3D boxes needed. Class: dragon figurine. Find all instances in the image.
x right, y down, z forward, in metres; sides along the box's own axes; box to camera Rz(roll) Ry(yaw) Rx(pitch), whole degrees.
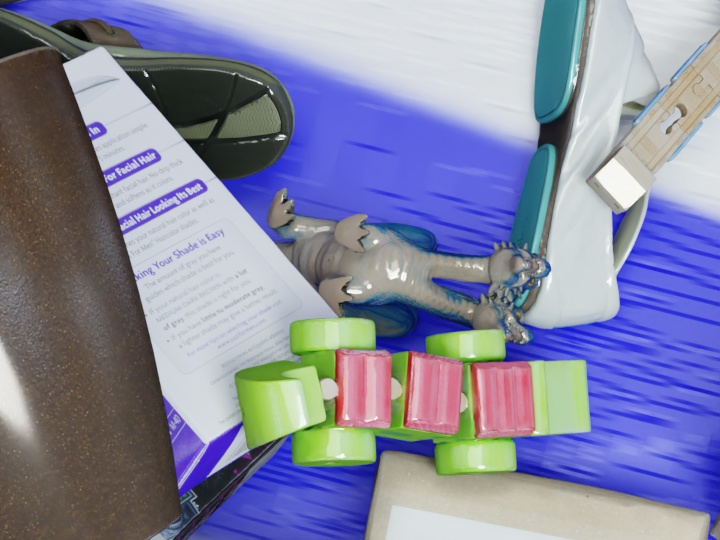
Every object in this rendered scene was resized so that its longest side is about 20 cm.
[{"bbox_3d":[0.000,0.000,1.274,0.200,0.099,0.059,8,84,45],"label":"dragon figurine"}]

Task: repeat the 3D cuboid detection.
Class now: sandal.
[{"bbox_3d":[-0.130,-0.091,1.307,0.200,0.057,0.080,13,119,5],"label":"sandal"}]

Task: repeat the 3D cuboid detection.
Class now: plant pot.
[{"bbox_3d":[-0.162,0.038,1.084,0.187,0.187,0.200,-29,92,-4],"label":"plant pot"}]

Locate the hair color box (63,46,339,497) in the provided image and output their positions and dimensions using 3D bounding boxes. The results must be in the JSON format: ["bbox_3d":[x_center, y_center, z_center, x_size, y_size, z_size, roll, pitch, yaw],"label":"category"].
[{"bbox_3d":[-0.107,0.000,1.209,0.109,0.065,0.200,-30,75,-40],"label":"hair color box"}]

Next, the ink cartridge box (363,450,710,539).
[{"bbox_3d":[0.071,0.199,1.230,0.164,0.075,0.200,9,78,5],"label":"ink cartridge box"}]

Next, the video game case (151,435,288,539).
[{"bbox_3d":[-0.156,0.060,1.202,0.200,0.036,0.181,41,45,6],"label":"video game case"}]

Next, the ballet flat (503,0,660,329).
[{"bbox_3d":[0.117,-0.067,1.294,0.069,0.069,0.201,9,83,4],"label":"ballet flat"}]

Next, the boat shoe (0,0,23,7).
[{"bbox_3d":[-0.198,-0.166,1.324,0.200,0.057,0.067,-30,79,-4],"label":"boat shoe"}]

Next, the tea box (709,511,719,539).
[{"bbox_3d":[0.302,0.079,1.202,0.197,0.134,0.200,31,72,8],"label":"tea box"}]

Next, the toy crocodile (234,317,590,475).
[{"bbox_3d":[0.028,0.058,1.171,0.200,0.062,0.068,5,81,-34],"label":"toy crocodile"}]

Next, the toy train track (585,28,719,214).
[{"bbox_3d":[0.184,-0.105,1.277,0.115,0.033,0.200,46,66,-8],"label":"toy train track"}]
